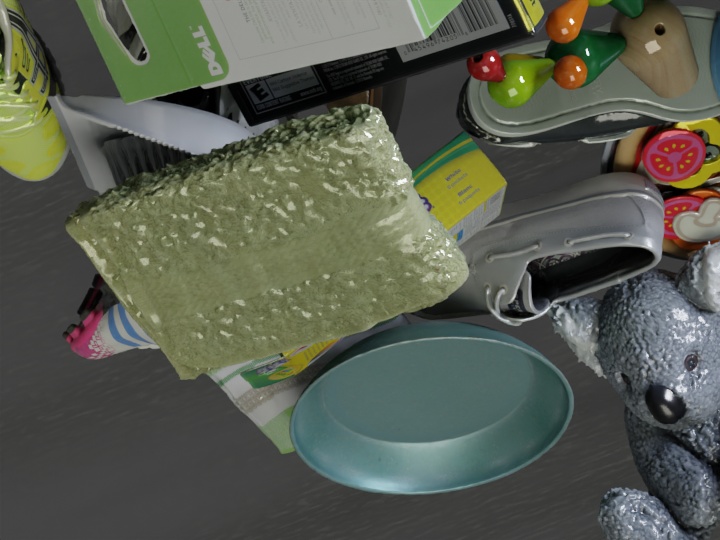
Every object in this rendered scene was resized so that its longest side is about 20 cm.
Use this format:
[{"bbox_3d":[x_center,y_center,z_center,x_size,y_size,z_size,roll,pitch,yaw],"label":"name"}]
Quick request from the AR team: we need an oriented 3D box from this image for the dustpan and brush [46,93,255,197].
[{"bbox_3d":[-0.075,-0.050,1.158,0.198,0.058,0.140,0,158,4],"label":"dustpan and brush"}]

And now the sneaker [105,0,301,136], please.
[{"bbox_3d":[-0.092,-0.097,1.200,0.073,0.080,0.200,-27,134,13],"label":"sneaker"}]

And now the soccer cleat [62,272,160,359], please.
[{"bbox_3d":[-0.131,0.029,1.262,0.086,0.070,0.200,30,159,-11],"label":"soccer cleat"}]

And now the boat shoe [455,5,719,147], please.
[{"bbox_3d":[0.156,-0.119,1.238,0.198,0.076,0.060,-5,175,-10],"label":"boat shoe"}]

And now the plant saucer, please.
[{"bbox_3d":[0.048,0.091,1.385,0.198,0.036,0.201,-4,143,-3],"label":"plant saucer"}]

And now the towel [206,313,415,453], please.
[{"bbox_3d":[-0.041,0.052,1.377,0.148,0.031,0.200,-19,135,18],"label":"towel"}]

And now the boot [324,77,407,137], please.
[{"bbox_3d":[-0.011,-0.130,1.202,0.075,0.074,0.201,6,131,10],"label":"boot"}]

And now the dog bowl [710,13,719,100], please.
[{"bbox_3d":[0.316,-0.130,1.217,0.198,0.112,0.050,2,176,-13],"label":"dog bowl"}]

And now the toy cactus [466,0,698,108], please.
[{"bbox_3d":[0.144,-0.157,1.147,0.201,0.102,0.165,-58,139,-14],"label":"toy cactus"}]

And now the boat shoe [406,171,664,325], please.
[{"bbox_3d":[0.112,0.001,1.329,0.199,0.069,0.072,-16,136,19],"label":"boat shoe"}]

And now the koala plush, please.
[{"bbox_3d":[0.229,0.078,1.398,0.177,0.184,0.200,-21,116,30],"label":"koala plush"}]

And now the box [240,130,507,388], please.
[{"bbox_3d":[0.000,0.000,1.249,0.200,0.048,0.117,-40,172,-5],"label":"box"}]

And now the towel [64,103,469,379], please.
[{"bbox_3d":[-0.053,-0.015,1.125,0.199,0.037,0.149,-18,129,18],"label":"towel"}]

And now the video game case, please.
[{"bbox_3d":[-0.022,-0.182,1.072,0.199,0.026,0.181,-14,115,35],"label":"video game case"}]

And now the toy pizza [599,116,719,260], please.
[{"bbox_3d":[0.259,-0.073,1.321,0.199,0.032,0.201,-6,135,-6],"label":"toy pizza"}]

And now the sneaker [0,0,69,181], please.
[{"bbox_3d":[-0.220,-0.119,1.154,0.075,0.077,0.201,-16,136,3],"label":"sneaker"}]

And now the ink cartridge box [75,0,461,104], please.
[{"bbox_3d":[-0.056,-0.161,1.048,0.199,0.059,0.104,-9,117,33],"label":"ink cartridge box"}]
